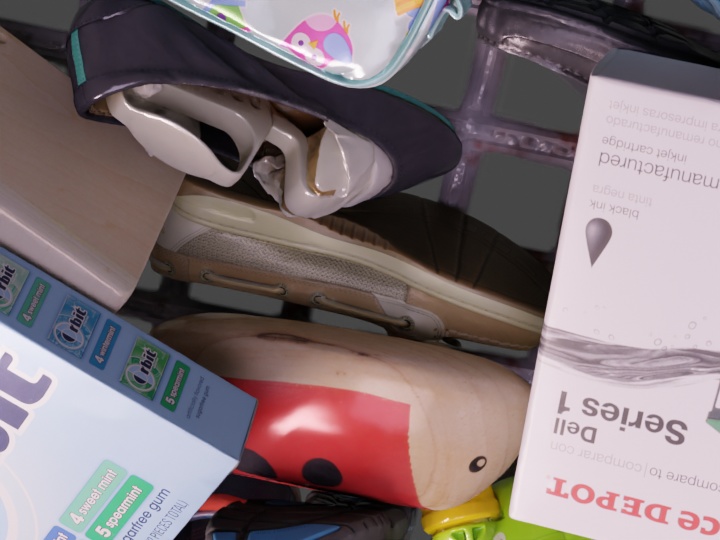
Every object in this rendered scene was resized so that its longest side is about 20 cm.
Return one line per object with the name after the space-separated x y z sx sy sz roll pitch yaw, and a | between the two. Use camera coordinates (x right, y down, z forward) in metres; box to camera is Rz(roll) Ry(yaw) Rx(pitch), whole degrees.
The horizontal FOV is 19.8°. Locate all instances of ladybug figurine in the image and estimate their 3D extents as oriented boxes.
-0.015 0.067 0.968 0.198 0.136 0.073 8 82 22 | ladybug figurine

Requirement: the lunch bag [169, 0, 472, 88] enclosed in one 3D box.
-0.007 -0.185 0.878 0.159 0.077 0.201 26 114 1 | lunch bag

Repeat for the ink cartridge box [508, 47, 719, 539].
0.153 0.021 0.877 0.145 0.084 0.202 12 107 12 | ink cartridge box

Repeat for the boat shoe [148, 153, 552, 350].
-0.001 0.001 0.980 0.199 0.073 0.063 17 118 -4 | boat shoe

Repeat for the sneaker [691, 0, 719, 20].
0.150 -0.153 0.900 0.199 0.082 0.074 21 113 -7 | sneaker

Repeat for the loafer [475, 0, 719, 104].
0.141 -0.073 0.945 0.199 0.068 0.071 21 106 -13 | loafer

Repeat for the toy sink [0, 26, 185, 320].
-0.194 -0.001 0.947 0.130 0.112 0.200 35 126 -14 | toy sink

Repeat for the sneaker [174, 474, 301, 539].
-0.119 0.167 1.049 0.199 0.085 0.075 -35 110 16 | sneaker

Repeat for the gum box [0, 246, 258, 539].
-0.171 0.068 0.894 0.199 0.045 0.170 31 127 -12 | gum box

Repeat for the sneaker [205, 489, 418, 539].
-0.017 0.148 0.964 0.073 0.200 0.083 5 87 20 | sneaker

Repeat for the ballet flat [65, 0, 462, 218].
-0.043 -0.061 0.930 0.199 0.073 0.073 21 114 -25 | ballet flat

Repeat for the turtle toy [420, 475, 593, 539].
0.115 0.162 1.029 0.198 0.101 0.147 -10 75 -6 | turtle toy
